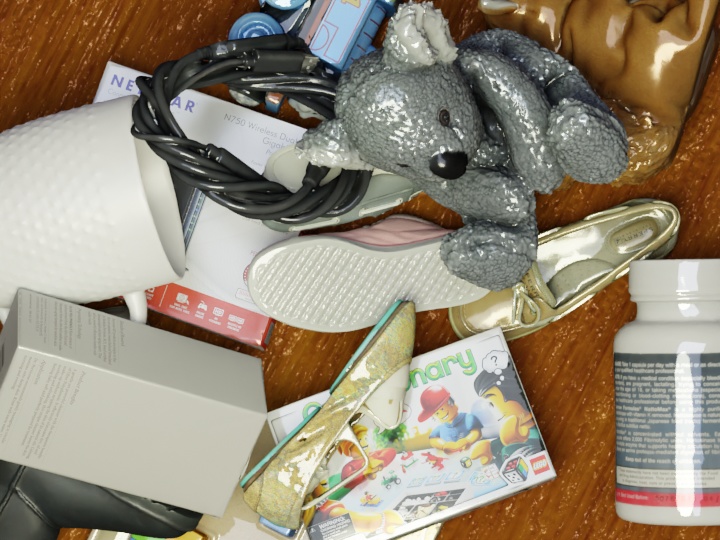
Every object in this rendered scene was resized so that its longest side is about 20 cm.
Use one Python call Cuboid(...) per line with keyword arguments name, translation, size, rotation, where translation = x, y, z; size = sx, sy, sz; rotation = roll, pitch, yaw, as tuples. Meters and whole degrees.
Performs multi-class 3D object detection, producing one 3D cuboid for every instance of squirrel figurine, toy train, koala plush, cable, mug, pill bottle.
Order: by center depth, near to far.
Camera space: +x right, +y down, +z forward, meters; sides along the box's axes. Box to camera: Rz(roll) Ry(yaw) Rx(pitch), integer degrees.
Cuboid(name="koala plush", translation=(0.057, -0.111, 1.622), size=(0.178, 0.199, 0.184), rotation=(-50, 48, 29))
Cuboid(name="cable", translation=(-0.083, -0.102, 1.662), size=(0.199, 0.051, 0.164), rotation=(-12, 67, -37))
Cuboid(name="mug", translation=(-0.232, -0.019, 1.695), size=(0.174, 0.148, 0.201), rotation=(-14, 99, 5))
Cuboid(name="pill bottle", translation=(0.254, 0.092, 1.699), size=(0.119, 0.120, 0.201), rotation=(-1, 90, 3))
Cuboid(name="squirrel figurine", translation=(0.175, -0.164, 1.737), size=(0.186, 0.142, 0.201), rotation=(18, 83, 12))
Cuboid(name="toy train", translation=(-0.030, -0.214, 1.780), size=(0.114, 0.087, 0.201), rotation=(26, 86, 0))

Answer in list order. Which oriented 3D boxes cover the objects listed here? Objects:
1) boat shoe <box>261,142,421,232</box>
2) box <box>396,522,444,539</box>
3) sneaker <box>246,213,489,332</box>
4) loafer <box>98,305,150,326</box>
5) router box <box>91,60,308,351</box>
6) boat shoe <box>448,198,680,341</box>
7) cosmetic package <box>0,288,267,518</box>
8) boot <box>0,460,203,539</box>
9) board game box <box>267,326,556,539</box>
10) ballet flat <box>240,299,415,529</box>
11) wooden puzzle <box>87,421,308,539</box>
Cuboid(name="boat shoe", translation=(0.004, -0.077, 1.752), size=(0.199, 0.062, 0.073), rotation=(-16, 56, -32))
Cuboid(name="box", translation=(0.056, 0.177, 1.751), size=(0.041, 0.039, 0.201), rotation=(26, 86, 5))
Cuboid(name="sneaker", translation=(0.000, 0.000, 1.736), size=(0.199, 0.105, 0.076), rotation=(-5, 101, -15))
Cuboid(name="loafer", translation=(-0.262, 0.083, 1.766), size=(0.199, 0.070, 0.070), rotation=(-29, 83, 0))
Cuboid(name="router box", translation=(-0.142, -0.052, 1.784), size=(0.199, 0.049, 0.180), rotation=(19, 85, 6))
Cuboid(name="boat shoe", translation=(0.162, -0.002, 1.752), size=(0.200, 0.063, 0.074), rotation=(-22, 83, 1))
Cuboid(name="cosmetic package", translation=(-0.180, 0.102, 1.659), size=(0.199, 0.085, 0.108), rotation=(18, 118, -19))
Cuboid(name="boot", translation=(-0.241, 0.206, 1.732), size=(0.199, 0.076, 0.169), rotation=(27, 107, 2))
Cuboid(name="board game box", translation=(0.039, 0.138, 1.715), size=(0.199, 0.035, 0.127), rotation=(-21, 79, -1))
Cuboid(name="ballet flat", translation=(-0.008, 0.115, 1.672), size=(0.071, 0.071, 0.200), rotation=(40, 89, 7))
Cuboid(name="wooden puzzle", translation=(-0.104, 0.204, 1.755), size=(0.199, 0.046, 0.186), rotation=(26, 86, 6))
